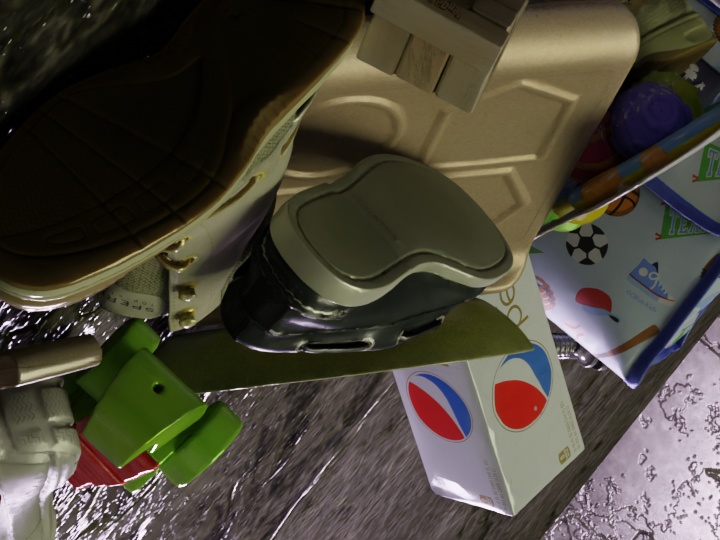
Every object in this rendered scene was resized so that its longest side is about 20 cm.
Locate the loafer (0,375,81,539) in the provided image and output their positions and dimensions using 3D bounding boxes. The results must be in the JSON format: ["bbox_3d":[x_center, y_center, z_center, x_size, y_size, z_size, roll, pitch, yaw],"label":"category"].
[{"bbox_3d":[-0.165,0.090,1.149,0.070,0.070,0.200,-10,157,-16],"label":"loafer"}]

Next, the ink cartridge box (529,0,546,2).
[{"bbox_3d":[0.055,-0.120,1.317,0.119,0.042,0.200,-52,170,13],"label":"ink cartridge box"}]

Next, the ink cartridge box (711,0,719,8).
[{"bbox_3d":[0.143,-0.186,1.044,0.146,0.200,0.084,-35,162,-48],"label":"ink cartridge box"}]

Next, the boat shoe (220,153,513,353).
[{"bbox_3d":[0.001,0.002,1.148,0.066,0.075,0.199,-45,172,22],"label":"boat shoe"}]

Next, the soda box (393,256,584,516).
[{"bbox_3d":[0.055,0.030,1.459,0.068,0.064,0.200,-40,125,-34],"label":"soda box"}]

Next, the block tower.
[{"bbox_3d":[0.061,-0.149,1.097,0.200,0.054,0.058,-61,177,-39],"label":"block tower"}]

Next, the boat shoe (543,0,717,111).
[{"bbox_3d":[0.105,-0.111,1.327,0.073,0.063,0.201,-38,170,37],"label":"boat shoe"}]

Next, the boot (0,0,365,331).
[{"bbox_3d":[-0.084,-0.022,1.054,0.200,0.072,0.155,-45,169,-36],"label":"boot"}]

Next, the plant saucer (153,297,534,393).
[{"bbox_3d":[-0.016,0.037,1.330,0.200,0.031,0.200,-7,179,0],"label":"plant saucer"}]

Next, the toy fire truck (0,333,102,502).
[{"bbox_3d":[-0.184,0.088,0.959,0.176,0.129,0.200,-34,149,-48],"label":"toy fire truck"}]

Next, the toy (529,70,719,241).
[{"bbox_3d":[0.129,-0.062,1.316,0.115,0.047,0.200,-33,178,-22],"label":"toy"}]

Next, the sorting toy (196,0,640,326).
[{"bbox_3d":[0.013,-0.052,1.227,0.185,0.037,0.200,-6,147,-20],"label":"sorting toy"}]

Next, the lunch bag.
[{"bbox_3d":[0.158,-0.063,1.548,0.200,0.170,0.124,-54,172,26],"label":"lunch bag"}]

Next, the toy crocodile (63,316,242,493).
[{"bbox_3d":[-0.106,0.067,1.166,0.062,0.068,0.200,-46,-171,-19],"label":"toy crocodile"}]

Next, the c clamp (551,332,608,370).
[{"bbox_3d":[0.069,0.046,1.601,0.200,0.027,0.171,1,176,-28],"label":"c clamp"}]
